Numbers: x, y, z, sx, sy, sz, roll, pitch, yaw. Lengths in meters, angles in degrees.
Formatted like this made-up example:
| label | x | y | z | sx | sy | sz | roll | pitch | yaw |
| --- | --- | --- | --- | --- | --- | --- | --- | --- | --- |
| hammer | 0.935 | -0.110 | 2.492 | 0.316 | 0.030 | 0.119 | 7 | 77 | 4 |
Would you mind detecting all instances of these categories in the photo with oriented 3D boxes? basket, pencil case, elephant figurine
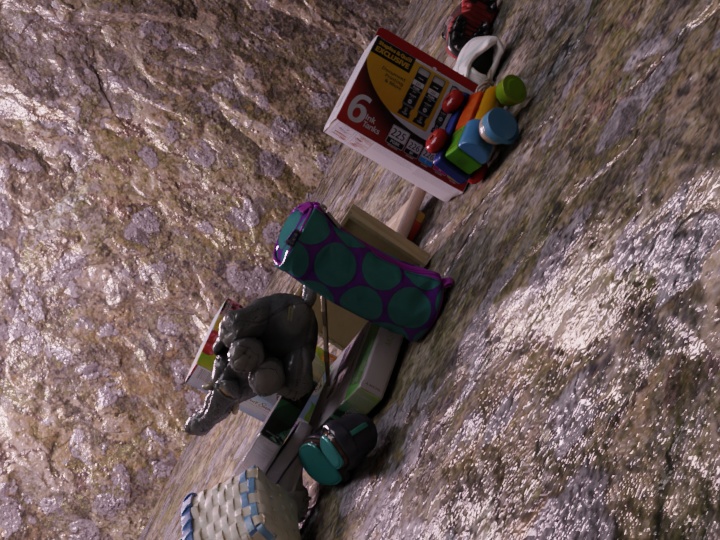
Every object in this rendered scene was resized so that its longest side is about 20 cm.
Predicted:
| label | x | y | z | sx | sy | sz | roll | pitch | yaw |
| --- | --- | --- | --- | --- | --- | --- | --- | --- | --- |
| basket | -0.163 | 0.339 | 1.374 | 0.199 | 0.140 | 0.177 | -32 | 27 | 8 |
| pencil case | 0.000 | 0.000 | 1.379 | 0.093 | 0.199 | 0.085 | -57 | 13 | 19 |
| elephant figurine | -0.136 | 0.109 | 1.482 | 0.200 | 0.154 | 0.143 | -40 | 61 | 61 |

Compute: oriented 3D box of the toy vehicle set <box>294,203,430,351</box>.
| label | x | y | z | sx | sy | sz | roll | pitch | yaw |
| --- | --- | --- | --- | --- | --- | --- | --- | --- | --- |
| toy vehicle set | -0.008 | 0.019 | 1.614 | 0.201 | 0.124 | 0.027 | -55 | 3 | 36 |

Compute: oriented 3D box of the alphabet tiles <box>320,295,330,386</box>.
| label | x | y | z | sx | sy | sz | roll | pitch | yaw |
| --- | --- | --- | --- | --- | --- | --- | --- | --- | --- |
| alphabet tiles | -0.046 | 0.032 | 1.492 | 0.167 | 0.006 | 0.202 | 90 | 177 | -61 |

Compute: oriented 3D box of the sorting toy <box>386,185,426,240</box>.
| label | x | y | z | sx | sy | sz | roll | pitch | yaw |
| --- | --- | --- | --- | --- | --- | --- | --- | --- | --- |
| sorting toy | 0.044 | -0.023 | 1.777 | 0.186 | 0.036 | 0.200 | -66 | 5 | -28 |

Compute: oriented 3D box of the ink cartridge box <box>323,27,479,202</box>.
| label | x | y | z | sx | sy | sz | roll | pitch | yaw |
| --- | --- | --- | --- | --- | --- | --- | --- | --- | --- |
| ink cartridge box | 0.079 | -0.222 | 1.617 | 0.177 | 0.199 | 0.084 | -64 | 10 | -12 |

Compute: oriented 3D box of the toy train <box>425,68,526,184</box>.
| label | x | y | z | sx | sy | sz | roll | pitch | yaw |
| --- | --- | --- | --- | --- | --- | --- | --- | --- | --- |
| toy train | 0.167 | -0.214 | 1.513 | 0.115 | 0.084 | 0.201 | -32 | 29 | 52 |

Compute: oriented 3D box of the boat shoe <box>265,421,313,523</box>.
| label | x | y | z | sx | sy | sz | roll | pitch | yaw |
| --- | --- | --- | --- | --- | --- | --- | --- | --- | --- |
| boat shoe | -0.094 | 0.282 | 1.476 | 0.201 | 0.069 | 0.071 | -62 | 0 | 12 |

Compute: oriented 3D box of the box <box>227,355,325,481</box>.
| label | x | y | z | sx | sy | sz | roll | pitch | yaw |
| --- | --- | --- | --- | --- | --- | --- | --- | --- | --- |
| box | -0.112 | 0.209 | 1.522 | 0.145 | 0.036 | 0.200 | -57 | 2 | 30 |

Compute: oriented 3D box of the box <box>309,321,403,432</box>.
| label | x | y | z | sx | sy | sz | roll | pitch | yaw |
| --- | --- | --- | --- | --- | --- | --- | --- | --- | --- |
| box | -0.007 | 0.139 | 1.496 | 0.200 | 0.036 | 0.145 | -53 | 12 | 51 |

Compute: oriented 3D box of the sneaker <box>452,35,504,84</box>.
| label | x | y | z | sx | sy | sz | roll | pitch | yaw |
| --- | --- | --- | --- | --- | --- | --- | --- | --- | --- |
| sneaker | 0.151 | -0.271 | 1.803 | 0.202 | 0.070 | 0.080 | -61 | 11 | -3 |

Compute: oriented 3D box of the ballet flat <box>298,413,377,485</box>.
| label | x | y | z | sx | sy | sz | roll | pitch | yaw |
| --- | --- | --- | --- | --- | --- | --- | --- | --- | --- |
| ballet flat | -0.020 | 0.199 | 1.352 | 0.074 | 0.073 | 0.200 | -64 | 3 | -20 |

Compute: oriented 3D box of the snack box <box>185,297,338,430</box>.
| label | x | y | z | sx | sy | sz | roll | pitch | yaw |
| --- | --- | --- | --- | --- | --- | --- | --- | --- | --- |
| snack box | -0.135 | 0.144 | 1.719 | 0.053 | 0.199 | 0.143 | -53 | 11 | 42 |

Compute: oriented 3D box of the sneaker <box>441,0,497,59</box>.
| label | x | y | z | sx | sy | sz | roll | pitch | yaw |
| --- | --- | --- | --- | --- | --- | --- | --- | --- | --- |
| sneaker | 0.181 | -0.411 | 2.070 | 0.098 | 0.070 | 0.201 | -53 | 10 | 42 |
